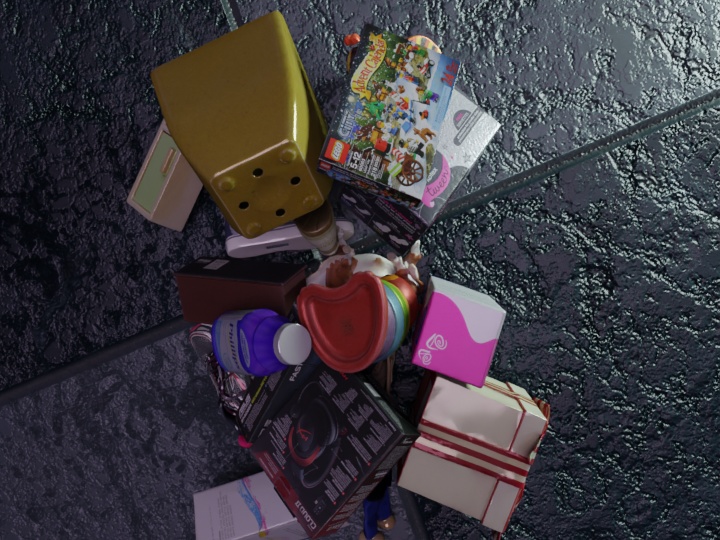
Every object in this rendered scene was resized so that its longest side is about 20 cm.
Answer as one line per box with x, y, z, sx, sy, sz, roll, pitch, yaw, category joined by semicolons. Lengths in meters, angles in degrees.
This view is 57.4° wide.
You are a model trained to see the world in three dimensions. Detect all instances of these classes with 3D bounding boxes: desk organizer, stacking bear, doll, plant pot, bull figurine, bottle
-0.174;0.035;0.971;0.194;0.072;0.080;5;113;25;desk organizer
0.019;0.057;0.869;0.118;0.199;0.118;-13;90;25;stacking bear
0.027;0.301;0.973;0.047;0.136;0.206;11;117;24;doll
-0.135;-0.165;0.853;0.189;0.197;0.203;-24;50;2;plant pot
0.000;0.000;0.973;0.193;0.123;0.067;2;50;-4;bull figurine
-0.130;0.093;0.849;0.064;0.198;0.087;-14;95;-34;bottle

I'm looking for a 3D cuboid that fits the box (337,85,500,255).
0.081;-0.149;0.906;0.131;0.115;0.202;38;67;1;box

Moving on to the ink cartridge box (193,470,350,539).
-0.127;0.352;0.969;0.194;0.148;0.088;-17;62;5;ink cartridge box

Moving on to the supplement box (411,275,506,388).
0.130;0.078;0.912;0.100;0.200;0.104;18;94;2;supplement box

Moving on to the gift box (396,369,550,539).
0.157;0.248;0.927;0.182;0.200;0.190;20;100;1;gift box

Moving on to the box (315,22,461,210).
0.037;-0.194;0.824;0.133;0.038;0.206;19;71;-5;box

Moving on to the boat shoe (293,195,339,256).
-0.077;-0.107;0.951;0.072;0.064;0.203;-28;49;0;boat shoe

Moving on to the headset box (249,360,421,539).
-0.041;0.230;0.857;0.201;0.075;0.149;-50;63;7;headset box

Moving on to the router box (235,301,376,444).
-0.070;0.156;0.940;0.147;0.062;0.204;14;113;-40;router box

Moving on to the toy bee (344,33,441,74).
0.029;-0.288;0.920;0.128;0.200;0.111;-1;126;42;toy bee

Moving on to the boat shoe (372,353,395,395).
0.010;0.203;0.997;0.069;0.065;0.207;8;94;3;boat shoe

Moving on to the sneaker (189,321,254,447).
-0.194;0.168;0.991;0.080;0.074;0.202;-36;89;40;sneaker

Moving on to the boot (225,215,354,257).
-0.109;-0.082;0.989;0.193;0.073;0.093;-7;74;-7;boot

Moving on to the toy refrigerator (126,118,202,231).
-0.268;-0.172;0.978;0.075;0.069;0.204;31;96;35;toy refrigerator
